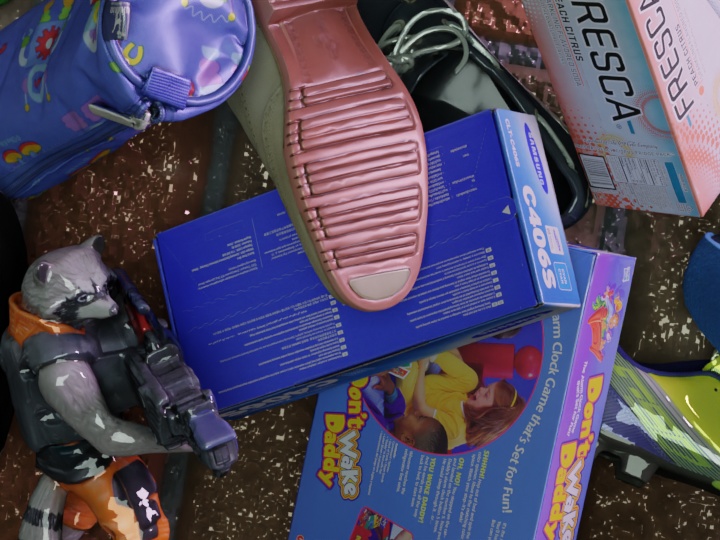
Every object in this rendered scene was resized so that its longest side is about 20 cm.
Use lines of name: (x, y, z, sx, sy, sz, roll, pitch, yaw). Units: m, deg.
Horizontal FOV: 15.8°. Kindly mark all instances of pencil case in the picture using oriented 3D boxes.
pencil case: (-0.128, -0.087, 1.204, 0.078, 0.199, 0.087, 28, 64, -27)

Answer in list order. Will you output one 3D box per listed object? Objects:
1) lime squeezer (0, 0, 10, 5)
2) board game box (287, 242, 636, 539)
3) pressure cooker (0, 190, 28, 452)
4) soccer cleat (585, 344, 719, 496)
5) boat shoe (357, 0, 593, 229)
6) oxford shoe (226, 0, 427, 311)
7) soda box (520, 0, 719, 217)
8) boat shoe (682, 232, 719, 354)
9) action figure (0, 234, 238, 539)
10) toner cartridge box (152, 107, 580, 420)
lime squeezer: (-0.199, -0.171, 1.288, 0.070, 0.038, 0.202, -1, 95, 35)
board game box: (0.044, 0.077, 1.249, 0.134, 0.045, 0.202, 15, 95, 31)
pressure cooker: (-0.272, 0.024, 1.222, 0.198, 0.176, 0.180, 7, 115, 12)
soccer cleat: (0.192, 0.080, 1.261, 0.199, 0.065, 0.084, 20, 82, 0)
boat shoe: (0.031, -0.090, 1.259, 0.200, 0.062, 0.075, 45, 97, 0)
oxford shoe: (-0.023, -0.073, 1.197, 0.070, 0.074, 0.202, -7, 77, -31)
soda box: (0.121, -0.122, 1.194, 0.063, 0.068, 0.201, 8, 136, 37)
boat shoe: (0.233, 0.052, 1.218, 0.068, 0.084, 0.201, -14, 64, -34)
action figure: (-0.123, 0.083, 1.210, 0.104, 0.200, 0.195, -10, 106, -17)
toner cartridge box: (0.000, 0.000, 1.228, 0.199, 0.043, 0.096, -19, 79, 29)
